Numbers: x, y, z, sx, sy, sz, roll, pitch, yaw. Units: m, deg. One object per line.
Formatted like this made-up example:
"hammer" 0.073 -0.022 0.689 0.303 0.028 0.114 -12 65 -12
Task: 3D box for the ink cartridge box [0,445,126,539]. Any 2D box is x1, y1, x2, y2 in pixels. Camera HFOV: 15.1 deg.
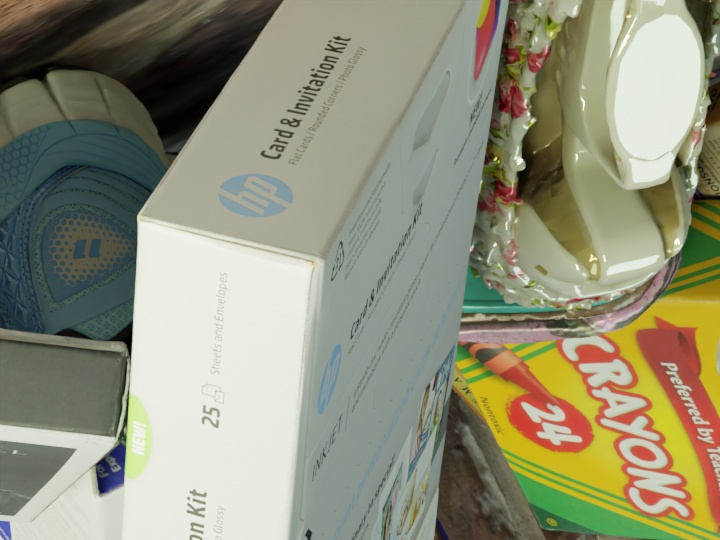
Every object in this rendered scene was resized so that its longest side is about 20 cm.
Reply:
"ink cartridge box" -0.091 0.053 0.797 0.037 0.095 0.200 -35 159 -17

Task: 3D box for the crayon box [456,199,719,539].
"crayon box" 0.133 0.035 0.895 0.200 0.127 0.051 1 -134 33

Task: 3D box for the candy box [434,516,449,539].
"candy box" -0.040 0.066 0.959 0.077 0.200 0.169 -29 177 11

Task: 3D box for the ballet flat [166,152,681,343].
"ballet flat" 0.000 0.000 0.842 0.200 0.069 0.071 -1 166 9

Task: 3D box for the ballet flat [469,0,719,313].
"ballet flat" 0.058 -0.036 0.682 0.076 0.064 0.200 -16 145 -8

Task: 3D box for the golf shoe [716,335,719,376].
"golf shoe" 0.127 -0.039 0.715 0.092 0.073 0.200 3 128 -22

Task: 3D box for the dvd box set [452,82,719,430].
"dvd box set" 0.100 0.008 0.953 0.200 0.146 0.029 -16 -144 45

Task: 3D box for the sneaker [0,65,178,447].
"sneaker" -0.049 0.019 0.722 0.078 0.090 0.200 -28 157 21

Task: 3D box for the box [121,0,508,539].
"box" -0.011 0.034 0.614 0.156 0.041 0.200 -62 163 -52

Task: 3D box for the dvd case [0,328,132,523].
"dvd case" -0.138 0.032 0.615 0.150 0.025 0.200 7 169 -11

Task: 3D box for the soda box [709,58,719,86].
"soda box" 0.084 -0.084 0.764 0.200 0.068 0.063 -27 176 8
